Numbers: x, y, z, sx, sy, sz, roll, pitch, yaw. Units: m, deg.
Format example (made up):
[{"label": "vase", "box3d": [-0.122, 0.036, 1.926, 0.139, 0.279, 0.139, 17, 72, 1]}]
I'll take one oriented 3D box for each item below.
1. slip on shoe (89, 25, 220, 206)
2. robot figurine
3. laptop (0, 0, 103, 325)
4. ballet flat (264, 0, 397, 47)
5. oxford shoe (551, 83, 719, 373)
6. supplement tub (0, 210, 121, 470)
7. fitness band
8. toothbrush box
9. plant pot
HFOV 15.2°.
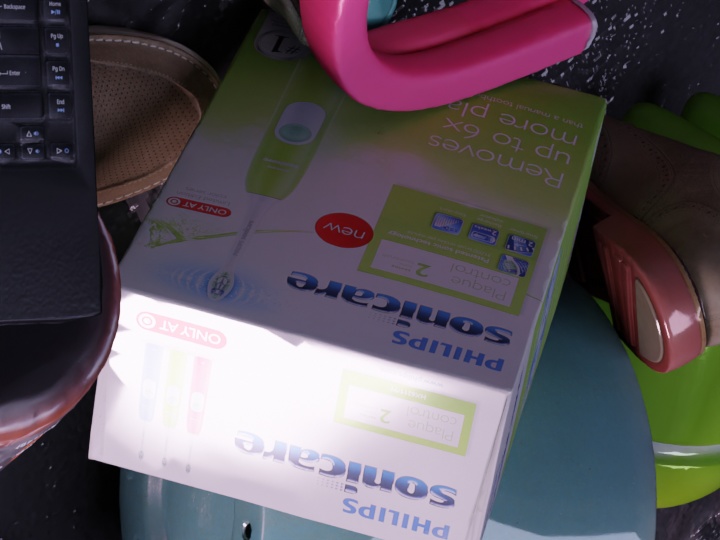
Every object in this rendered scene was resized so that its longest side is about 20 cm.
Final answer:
[{"label": "slip on shoe", "box3d": [-0.125, -0.051, 0.996, 0.200, 0.061, 0.076, 2, 114, -43]}, {"label": "robot figurine", "box3d": [0.141, 0.022, 1.247, 0.175, 0.116, 0.200, -13, 124, -43]}, {"label": "laptop", "box3d": [-0.134, -0.083, 0.760, 0.177, 0.103, 0.200, -2, 88, -33]}, {"label": "ballet flat", "box3d": [-0.046, -0.163, 1.000, 0.067, 0.062, 0.200, -35, 128, -16]}, {"label": "oxford shoe", "box3d": [0.120, -0.026, 1.132, 0.075, 0.200, 0.070, -19, 127, -9]}, {"label": "supplement tub", "box3d": [-0.157, 0.029, 0.924, 0.107, 0.200, 0.107, 7, 72, -21]}, {"label": "fitness band", "box3d": [0.058, -0.130, 1.002, 0.200, 0.037, 0.144, -23, 148, -36]}, {"label": "toothbrush box", "box3d": [0.000, 0.000, 1.009, 0.200, 0.145, 0.086, -66, 169, -52]}, {"label": "plant pot", "box3d": [-0.003, 0.092, 1.112, 0.161, 0.201, 0.201, 2, 115, -31]}]
